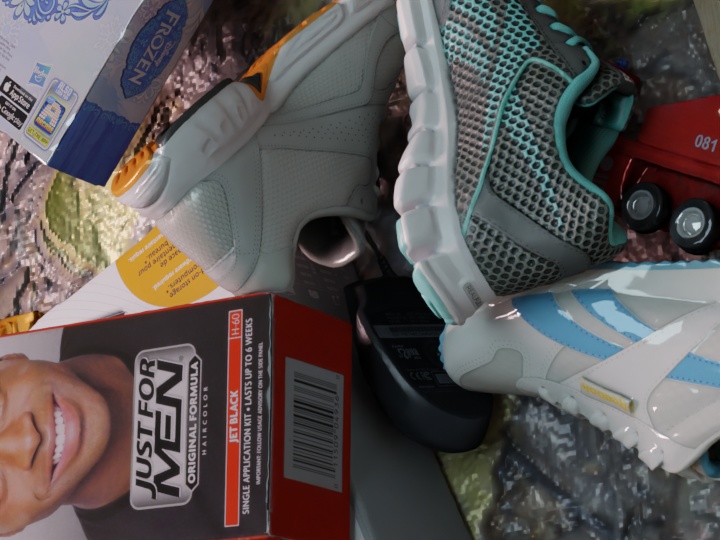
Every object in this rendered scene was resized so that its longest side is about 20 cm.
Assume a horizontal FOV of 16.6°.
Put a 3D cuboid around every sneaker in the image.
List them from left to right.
[{"bbox_3d":[-0.020,-0.051,1.045,0.092,0.200,0.076,51,136,-4],"label":"sneaker"},{"bbox_3d":[0.065,-0.073,0.978,0.091,0.078,0.200,-11,61,18],"label":"sneaker"},{"bbox_3d":[0.114,0.041,0.965,0.200,0.076,0.081,-4,79,39],"label":"sneaker"}]

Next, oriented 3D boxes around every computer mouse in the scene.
[{"bbox_3d":[0.000,0.000,1.075,0.034,0.059,0.200,-51,52,36],"label":"computer mouse"}]

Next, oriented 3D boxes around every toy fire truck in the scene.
[{"bbox_3d":[0.150,-0.075,0.979,0.200,0.049,0.141,22,92,40],"label":"toy fire truck"}]

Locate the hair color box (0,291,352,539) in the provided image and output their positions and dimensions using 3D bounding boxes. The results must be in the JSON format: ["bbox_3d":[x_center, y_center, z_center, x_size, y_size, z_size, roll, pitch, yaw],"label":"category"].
[{"bbox_3d":[-0.101,0.075,1.026,0.200,0.061,0.102,-11,71,33],"label":"hair color box"}]

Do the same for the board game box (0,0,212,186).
[{"bbox_3d":[-0.139,-0.170,1.168,0.200,0.043,0.199,37,100,40],"label":"board game box"}]

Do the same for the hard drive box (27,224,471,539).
[{"bbox_3d":[-0.056,0.084,1.084,0.156,0.077,0.200,-38,60,25],"label":"hard drive box"}]

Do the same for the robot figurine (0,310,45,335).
[{"bbox_3d":[-0.220,0.092,1.219,0.200,0.058,0.145,-16,70,33],"label":"robot figurine"}]
